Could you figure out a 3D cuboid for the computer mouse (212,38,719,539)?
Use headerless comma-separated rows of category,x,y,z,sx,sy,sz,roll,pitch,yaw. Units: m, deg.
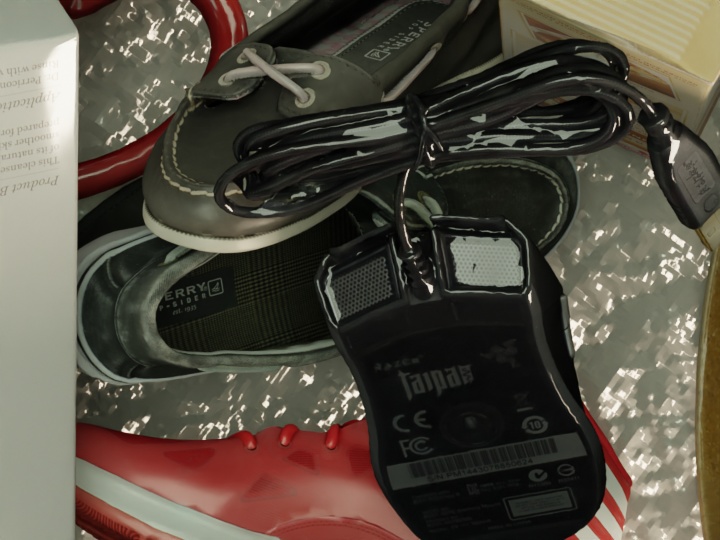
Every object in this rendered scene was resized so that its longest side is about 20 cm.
computer mouse,0.052,0.004,0.911,0.140,0.200,0.046,-16,42,14

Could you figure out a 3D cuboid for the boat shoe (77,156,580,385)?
boat shoe,0.000,0.000,0.973,0.199,0.071,0.072,-21,107,-29

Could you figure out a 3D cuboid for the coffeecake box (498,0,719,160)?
coffeecake box,0.108,-0.125,0.950,0.073,0.200,0.154,25,86,6

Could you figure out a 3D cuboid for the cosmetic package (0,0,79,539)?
cosmetic package,-0.148,0.004,0.909,0.112,0.081,0.201,-8,125,-21

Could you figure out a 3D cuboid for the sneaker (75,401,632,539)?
sneaker,-0.003,0.063,1.013,0.199,0.078,0.116,22,78,-7

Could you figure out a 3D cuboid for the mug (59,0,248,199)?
mug,-0.147,-0.092,0.971,0.177,0.134,0.200,38,78,27

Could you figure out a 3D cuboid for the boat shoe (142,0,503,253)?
boat shoe,-0.010,-0.069,0.962,0.067,0.200,0.057,16,121,25

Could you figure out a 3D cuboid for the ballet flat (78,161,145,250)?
ballet flat,-0.112,0.005,1.019,0.200,0.068,0.069,-32,76,0

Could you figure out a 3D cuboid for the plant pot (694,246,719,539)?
plant pot,0.229,0.043,0.953,0.199,0.186,0.187,4,85,-10
